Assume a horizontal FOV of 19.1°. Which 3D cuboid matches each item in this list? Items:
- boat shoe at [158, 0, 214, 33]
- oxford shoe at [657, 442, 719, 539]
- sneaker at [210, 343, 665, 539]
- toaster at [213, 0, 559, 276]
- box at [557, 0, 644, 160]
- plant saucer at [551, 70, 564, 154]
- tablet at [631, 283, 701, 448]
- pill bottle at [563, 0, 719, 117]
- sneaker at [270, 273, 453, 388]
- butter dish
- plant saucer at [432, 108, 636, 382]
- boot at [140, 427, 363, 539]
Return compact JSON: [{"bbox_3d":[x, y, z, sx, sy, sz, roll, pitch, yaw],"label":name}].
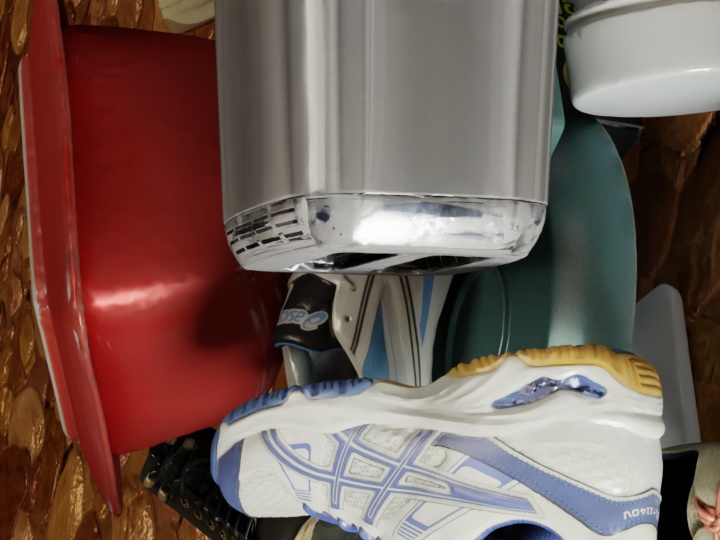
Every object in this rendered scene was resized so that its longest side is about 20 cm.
[{"bbox_3d":[-0.022,-0.189,1.084,0.065,0.199,0.071,63,-173,-10],"label":"boat shoe"},{"bbox_3d":[0.152,0.095,0.735,0.200,0.074,0.071,-6,76,65],"label":"oxford shoe"},{"bbox_3d":[0.021,0.084,0.794,0.199,0.075,0.089,-13,74,39],"label":"sneaker"},{"bbox_3d":[0.010,-0.066,0.794,0.200,0.113,0.130,166,104,-73],"label":"toaster"},{"bbox_3d":[0.053,-0.068,1.036,0.200,0.044,0.161,123,144,-44],"label":"box"},{"bbox_3d":[0.057,-0.115,0.881,0.070,0.019,0.201,111,158,-52],"label":"plant saucer"},{"bbox_3d":[0.090,0.102,0.942,0.200,0.014,0.131,136,136,-53],"label":"tablet"},{"bbox_3d":[0.121,-0.167,0.835,0.114,0.113,0.201,-17,75,63],"label":"pill bottle"},{"bbox_3d":[0.000,0.000,0.903,0.072,0.072,0.201,-1,83,46],"label":"sneaker"},{"bbox_3d":[-0.073,-0.017,0.973,0.200,0.147,0.201,90,173,-59],"label":"butter dish"},{"bbox_3d":[0.058,0.029,0.888,0.200,0.027,0.201,-169,90,-72],"label":"plant saucer"},{"bbox_3d":[-0.056,0.115,1.000,0.078,0.138,0.200,-63,-10,-5],"label":"boot"}]
